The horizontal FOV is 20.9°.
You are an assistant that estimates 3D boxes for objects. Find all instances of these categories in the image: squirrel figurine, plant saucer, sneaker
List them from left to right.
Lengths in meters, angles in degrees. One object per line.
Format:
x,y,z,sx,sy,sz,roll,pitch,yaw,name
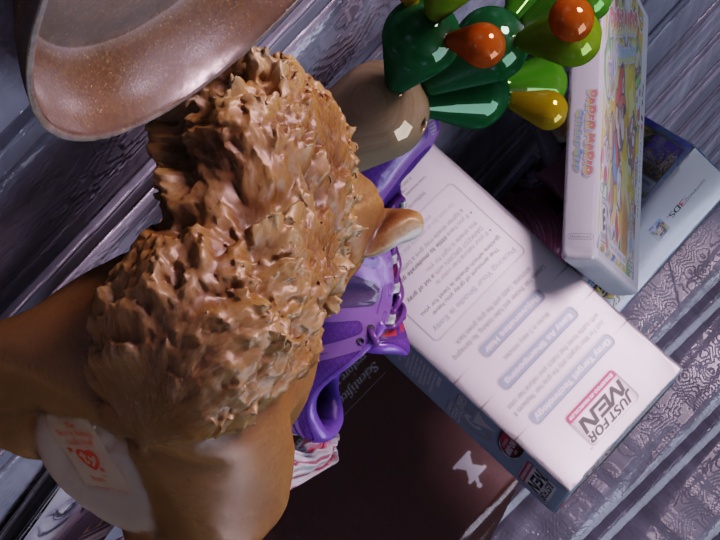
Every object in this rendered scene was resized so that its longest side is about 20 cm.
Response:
-0.039,-0.126,0.597,0.200,0.032,0.200,-46,169,-11,plant saucer
-0.044,0.004,0.758,0.187,0.141,0.200,-49,175,-36,squirrel figurine
0.000,0.000,1.006,0.081,0.083,0.201,-34,151,-60,sneaker

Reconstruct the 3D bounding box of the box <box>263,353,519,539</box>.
-0.011,0.165,1.332,0.166,0.164,0.200,-44,168,-16,box

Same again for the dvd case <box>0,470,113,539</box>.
-0.121,0.088,1.038,0.200,0.016,0.149,-52,169,17,dvd case

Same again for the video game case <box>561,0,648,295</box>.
0.148,-0.085,1.156,0.200,0.023,0.184,23,70,-74,video game case

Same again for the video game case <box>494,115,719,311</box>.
0.148,-0.028,1.352,0.182,0.045,0.200,-50,-159,5,video game case

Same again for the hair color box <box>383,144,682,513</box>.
0.072,0.030,1.105,0.099,0.200,0.061,-44,168,-17,hair color box

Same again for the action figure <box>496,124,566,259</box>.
0.103,-0.021,1.225,0.199,0.149,0.134,-25,153,-29,action figure

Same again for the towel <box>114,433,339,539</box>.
-0.109,0.142,1.079,0.199,0.030,0.146,-29,175,9,towel

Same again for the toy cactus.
0.035,-0.099,0.878,0.164,0.103,0.200,-31,174,9,toy cactus
